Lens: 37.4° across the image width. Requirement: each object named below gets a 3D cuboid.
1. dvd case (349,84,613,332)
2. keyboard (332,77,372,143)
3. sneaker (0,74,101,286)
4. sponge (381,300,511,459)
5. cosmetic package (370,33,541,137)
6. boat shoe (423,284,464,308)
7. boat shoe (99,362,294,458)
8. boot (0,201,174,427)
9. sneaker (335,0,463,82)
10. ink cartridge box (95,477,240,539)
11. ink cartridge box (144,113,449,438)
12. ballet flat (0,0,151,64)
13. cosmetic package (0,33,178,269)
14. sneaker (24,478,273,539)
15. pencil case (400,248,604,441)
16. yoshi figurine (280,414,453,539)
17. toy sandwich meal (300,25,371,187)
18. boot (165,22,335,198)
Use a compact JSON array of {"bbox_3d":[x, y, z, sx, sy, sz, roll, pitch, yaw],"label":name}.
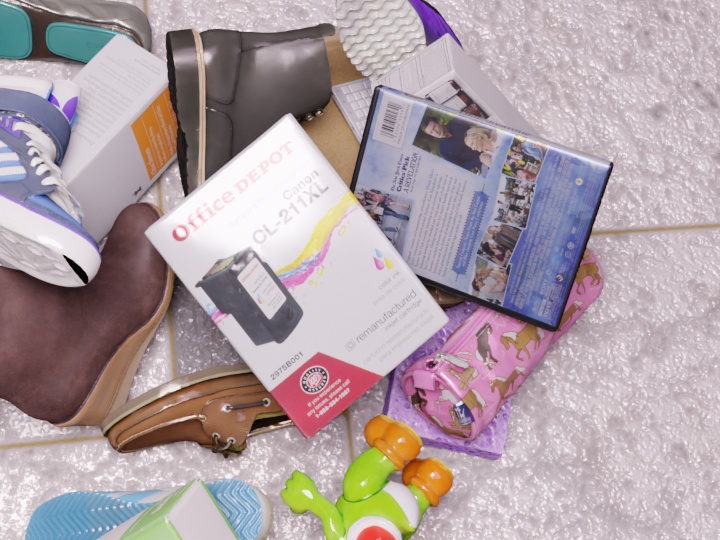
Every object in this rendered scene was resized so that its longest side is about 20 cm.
[{"bbox_3d":[0.085,-0.050,0.852,0.198,0.018,0.144,21,112,14],"label":"dvd case"},{"bbox_3d":[0.043,-0.084,0.933,0.056,0.011,0.202,-23,76,-30],"label":"keyboard"},{"bbox_3d":[-0.238,-0.084,0.785,0.198,0.081,0.147,21,64,26],"label":"sneaker"},{"bbox_3d":[0.088,0.060,0.961,0.110,0.030,0.203,14,69,-7],"label":"sponge"},{"bbox_3d":[0.100,-0.112,0.930,0.199,0.082,0.051,36,38,-41],"label":"cosmetic package"},{"bbox_3d":[0.000,0.000,0.935,0.197,0.068,0.073,8,61,-1],"label":"boat shoe"},{"bbox_3d":[-0.111,0.118,0.877,0.198,0.072,0.069,-19,75,-17],"label":"boat shoe"},{"bbox_3d":[-0.231,0.018,0.840,0.072,0.166,0.203,1,72,33],"label":"boot"},{"bbox_3d":[0.036,-0.207,0.925,0.069,0.200,0.101,-25,52,21],"label":"sneaker"},{"bbox_3d":[-0.165,0.265,0.752,0.199,0.084,0.147,-31,93,12],"label":"ink cartridge box"},{"bbox_3d":[-0.051,0.003,0.828,0.145,0.083,0.201,-39,95,-2],"label":"ink cartridge box"},{"bbox_3d":[-0.288,-0.226,0.969,0.197,0.068,0.064,9,43,-9],"label":"ballet flat"},{"bbox_3d":[-0.234,-0.089,0.898,0.071,0.102,0.201,32,68,17],"label":"cosmetic package"},{"bbox_3d":[-0.165,0.208,0.838,0.197,0.081,0.078,-6,74,7],"label":"sneaker"},{"bbox_3d":[0.124,0.052,0.909,0.083,0.087,0.200,45,67,3],"label":"pencil case"},{"bbox_3d":[-0.018,0.220,0.853,0.112,0.113,0.201,29,64,20],"label":"yoshi figurine"},{"bbox_3d":[-0.011,-0.124,0.985,0.202,0.070,0.208,7,71,-21],"label":"toy sandwich meal"},{"bbox_3d":[-0.085,-0.107,0.895,0.136,0.202,0.078,-9,40,-14],"label":"boot"}]
